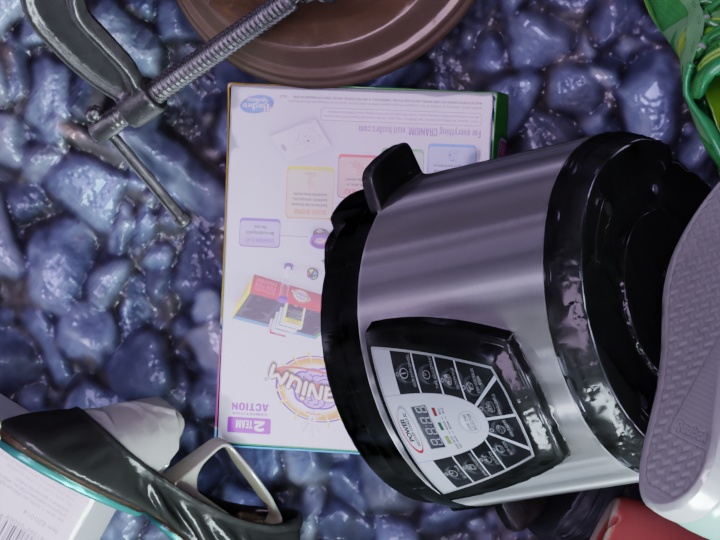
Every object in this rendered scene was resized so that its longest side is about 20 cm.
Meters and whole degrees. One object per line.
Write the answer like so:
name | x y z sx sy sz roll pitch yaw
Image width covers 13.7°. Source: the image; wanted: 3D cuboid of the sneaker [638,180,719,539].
sneaker | 0.204 0.045 1.438 0.074 0.118 0.201 -8 58 50

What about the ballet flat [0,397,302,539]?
ballet flat | -0.107 0.110 1.618 0.069 0.200 0.068 -56 36 -3

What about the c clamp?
c clamp | -0.087 -0.137 1.588 0.171 0.027 0.200 42 119 -18

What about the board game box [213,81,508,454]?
board game box | 0.000 0.000 1.641 0.152 0.040 0.201 4 92 13

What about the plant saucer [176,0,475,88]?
plant saucer | -0.019 -0.198 1.627 0.199 0.029 0.201 -4 77 17

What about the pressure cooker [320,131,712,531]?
pressure cooker | 0.076 0.032 1.509 0.199 0.178 0.177 -11 66 36

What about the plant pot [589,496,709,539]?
plant pot | 0.181 0.212 1.509 0.177 0.200 0.201 24 96 2

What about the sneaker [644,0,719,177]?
sneaker | 0.198 -0.113 1.562 0.074 0.084 0.201 -22 72 5

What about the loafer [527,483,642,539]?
loafer | 0.162 0.065 1.601 0.072 0.073 0.201 31 92 -28

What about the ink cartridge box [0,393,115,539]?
ink cartridge box | -0.229 0.174 1.684 0.117 0.067 0.201 31 97 10
